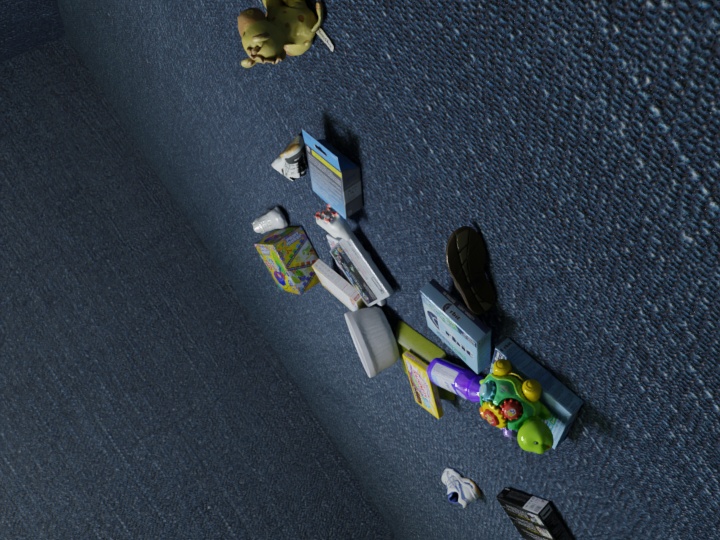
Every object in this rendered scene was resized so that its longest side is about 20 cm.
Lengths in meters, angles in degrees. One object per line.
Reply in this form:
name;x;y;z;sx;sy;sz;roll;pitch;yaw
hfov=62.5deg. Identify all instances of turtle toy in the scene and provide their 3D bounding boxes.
turtle toy;0.313;0.286;1.204;0.200;0.101;0.147;36;150;40

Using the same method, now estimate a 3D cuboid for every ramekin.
ramekin;0.037;0.200;1.730;0.200;0.104;0.202;159;90;-85

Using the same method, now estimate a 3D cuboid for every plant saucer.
plant saucer;0.172;0.265;1.673;0.199;0.048;0.201;33;149;44

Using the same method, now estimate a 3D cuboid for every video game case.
video game case;0.000;0.000;1.644;0.201;0.023;0.182;55;158;0
video game case;-0.014;-0.005;1.722;0.199;0.023;0.184;30;147;49

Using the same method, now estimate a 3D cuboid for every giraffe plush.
giraffe plush;-0.175;-0.481;1.192;0.200;0.161;0.173;48;157;21

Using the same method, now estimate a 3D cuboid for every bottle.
bottle;0.256;0.280;1.481;0.199;0.066;0.084;18;157;51

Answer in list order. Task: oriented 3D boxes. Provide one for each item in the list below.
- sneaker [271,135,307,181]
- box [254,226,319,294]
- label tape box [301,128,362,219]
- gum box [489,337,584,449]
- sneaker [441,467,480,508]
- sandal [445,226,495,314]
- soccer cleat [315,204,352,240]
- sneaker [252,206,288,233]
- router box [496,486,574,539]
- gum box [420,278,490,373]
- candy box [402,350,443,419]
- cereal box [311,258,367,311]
sneaker;-0.171;-0.298;1.599;0.088;0.076;0.200;43;164;-12
box;-0.239;-0.038;2.020;0.199;0.121;0.194;6;127;62
label tape box;-0.065;-0.244;1.431;0.144;0.063;0.201;43;155;30
gum box;0.364;0.263;1.263;0.200;0.044;0.171;44;155;31
sneaker;0.312;0.726;1.981;0.076;0.088;0.200;57;160;-9
sandal;0.217;-0.002;1.186;0.201;0.081;0.055;61;-179;-32
soccer cleat;-0.070;-0.124;1.567;0.078;0.069;0.200;52;179;-20
sneaker;-0.318;-0.161;2.044;0.078;0.099;0.200;60;159;-12
router box;0.475;0.680;1.612;0.150;0.051;0.200;56;159;-5
gum box;0.214;0.128;1.320;0.170;0.044;0.201;45;168;27
candy box;0.175;0.318;1.643;0.102;0.026;0.201;29;146;45
cereal box;-0.057;0.060;1.829;0.199;0.040;0.144;39;166;25
